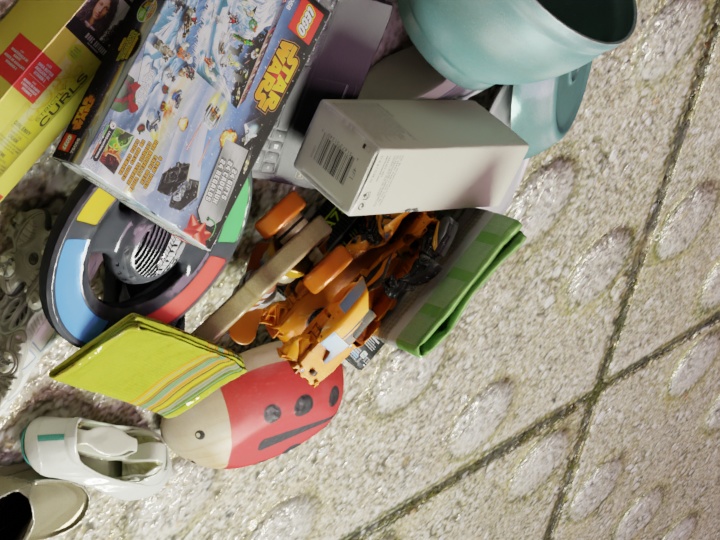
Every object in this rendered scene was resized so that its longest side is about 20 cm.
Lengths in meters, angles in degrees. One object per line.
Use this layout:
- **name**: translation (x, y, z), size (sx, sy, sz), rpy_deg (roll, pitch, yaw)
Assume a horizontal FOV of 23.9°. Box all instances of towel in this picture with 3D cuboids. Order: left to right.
- **towel**: translation (-0.165, 0.080, 1.362), size (0.086, 0.018, 0.200), rpy_deg (-36, 158, 10)
- **towel**: translation (0.059, 0.004, 1.507), size (0.031, 0.200, 0.149), rpy_deg (41, 83, -23)

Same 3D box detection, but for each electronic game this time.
- **electronic game**: translation (-0.158, -0.025, 1.283), size (0.200, 0.042, 0.201), rpy_deg (-35, 145, -29)

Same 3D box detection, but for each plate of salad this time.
- **plate of salad**: translation (0.124, -0.111, 1.641), size (0.201, 0.048, 0.201), rpy_deg (-56, 160, -33)

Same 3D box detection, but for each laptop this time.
- **laptop**: translation (-0.076, -0.132, 1.332), size (0.199, 0.103, 0.178), rpy_deg (9, 119, -27)

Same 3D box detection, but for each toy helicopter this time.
- **toy helicopter**: translation (-0.103, 0.025, 1.466), size (0.200, 0.079, 0.132), rpy_deg (-43, -177, -12)

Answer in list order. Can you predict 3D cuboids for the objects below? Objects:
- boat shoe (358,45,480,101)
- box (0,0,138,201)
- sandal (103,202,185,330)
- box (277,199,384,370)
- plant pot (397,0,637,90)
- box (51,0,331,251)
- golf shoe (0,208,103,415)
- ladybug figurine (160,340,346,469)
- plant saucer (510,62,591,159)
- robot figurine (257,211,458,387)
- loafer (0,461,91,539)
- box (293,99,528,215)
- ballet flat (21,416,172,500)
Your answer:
- **boat shoe**: translation (0.076, -0.169, 1.534), size (0.200, 0.070, 0.072), rpy_deg (-35, 137, -32)
- **box**: translation (-0.233, -0.130, 1.185), size (0.200, 0.050, 0.075), rpy_deg (-49, 150, -4)
- **sandal**: translation (-0.179, 0.016, 1.421), size (0.076, 0.043, 0.201), rpy_deg (-36, 147, -25)
- **box**: translation (0.016, -0.018, 1.646), size (0.193, 0.047, 0.200), rpy_deg (-51, 149, -5)
- **plant pot**: translation (0.115, -0.235, 1.427), size (0.134, 0.201, 0.200), rpy_deg (-37, 161, 35)
- **box**: translation (-0.116, -0.133, 1.203), size (0.137, 0.040, 0.201), rpy_deg (35, 77, -43)
- **golf shoe**: translation (-0.258, 0.050, 1.326), size (0.201, 0.078, 0.097), rpy_deg (-56, 155, 11)
- **ladybug figurine**: translation (-0.092, 0.130, 1.610), size (0.199, 0.072, 0.136), rpy_deg (-21, 148, -28)
- **plant saucer**: translation (0.188, -0.199, 1.608), size (0.200, 0.036, 0.202), rpy_deg (14, 90, -72)
- **robot figurine**: translation (0.000, 0.000, 1.494), size (0.058, 0.145, 0.200), rpy_deg (38, 95, -30)
- **loafer**: translation (-0.296, 0.206, 1.444), size (0.200, 0.068, 0.076), rpy_deg (13, 112, -57)
- **box**: translation (0.045, -0.097, 1.434), size (0.199, 0.082, 0.069), rpy_deg (-4, 128, -47)
- **ballet flat**: translation (-0.212, 0.163, 1.499), size (0.070, 0.069, 0.200), rpy_deg (-55, 147, 8)
